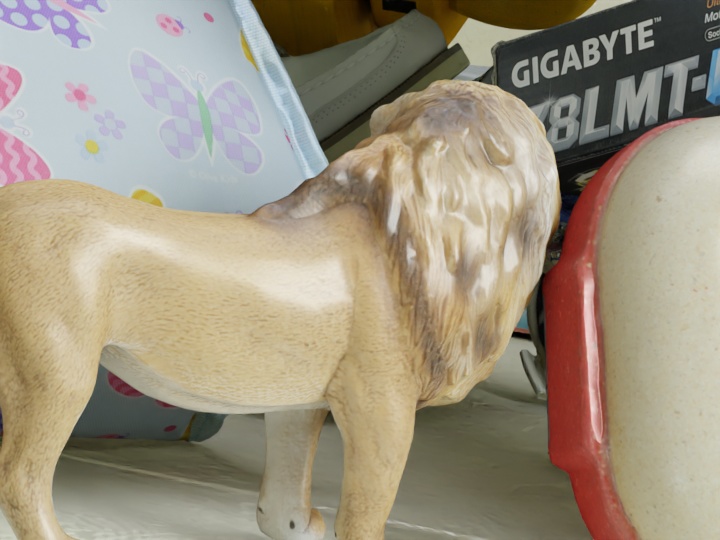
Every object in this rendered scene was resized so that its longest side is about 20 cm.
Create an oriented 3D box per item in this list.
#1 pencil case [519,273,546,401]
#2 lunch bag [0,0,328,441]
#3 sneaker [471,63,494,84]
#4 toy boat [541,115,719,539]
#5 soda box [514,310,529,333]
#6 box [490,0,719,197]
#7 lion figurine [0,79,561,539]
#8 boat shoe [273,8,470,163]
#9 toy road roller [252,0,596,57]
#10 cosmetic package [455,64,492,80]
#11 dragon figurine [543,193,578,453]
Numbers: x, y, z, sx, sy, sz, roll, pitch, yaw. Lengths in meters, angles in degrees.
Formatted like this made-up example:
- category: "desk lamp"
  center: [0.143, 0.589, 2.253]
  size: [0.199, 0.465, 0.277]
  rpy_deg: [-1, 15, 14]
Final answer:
- category: "pencil case"
  center: [0.147, 0.015, 1.086]
  size: [0.200, 0.089, 0.078]
  rpy_deg: [0, 39, -47]
- category: "lunch bag"
  center: [-0.119, -0.058, 0.834]
  size: [0.170, 0.127, 0.200]
  rpy_deg: [5, 46, -36]
- category: "sneaker"
  center: [0.000, 0.000, 1.025]
  size: [0.200, 0.084, 0.121]
  rpy_deg: [-39, 0, -40]
- category: "toy boat"
  center: [0.123, 0.033, 0.790]
  size: [0.200, 0.131, 0.131]
  rpy_deg: [5, -12, -30]
- category: "soda box"
  center: [0.075, -0.007, 1.221]
  size: [0.200, 0.064, 0.068]
  rpy_deg: [11, 7, 15]
- category: "box"
  center: [0.175, -0.052, 0.819]
  size: [0.198, 0.050, 0.200]
  rpy_deg: [10, -17, -40]
- category: "lion figurine"
  center: [-0.040, 0.010, 0.700]
  size: [0.200, 0.123, 0.072]
  rpy_deg: [1, 11, -33]
- category: "boat shoe"
  center: [-0.055, -0.049, 1.006]
  size: [0.200, 0.068, 0.075]
  rpy_deg: [-27, 5, 32]
- category: "toy road roller"
  center: [0.036, -0.128, 1.012]
  size: [0.146, 0.123, 0.200]
  rpy_deg: [25, -27, 18]
- category: "cosmetic package"
  center: [0.103, -0.046, 1.418]
  size: [0.200, 0.102, 0.074]
  rpy_deg: [4, 10, -41]
- category: "dragon figurine"
  center: [0.117, 0.018, 0.928]
  size: [0.200, 0.099, 0.059]
  rpy_deg: [4, 9, -33]
